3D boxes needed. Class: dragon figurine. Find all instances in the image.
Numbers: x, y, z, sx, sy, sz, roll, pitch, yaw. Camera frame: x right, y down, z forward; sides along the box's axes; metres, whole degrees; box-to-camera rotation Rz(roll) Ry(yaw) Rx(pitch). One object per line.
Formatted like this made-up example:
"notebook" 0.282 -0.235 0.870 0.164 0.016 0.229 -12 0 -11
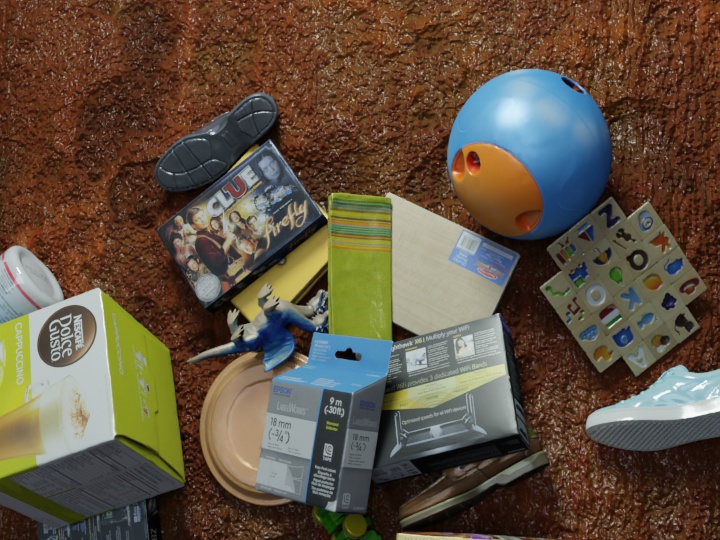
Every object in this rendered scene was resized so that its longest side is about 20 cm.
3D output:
"dragon figurine" -0.121 0.087 1.292 0.199 0.100 0.059 -40 35 -3

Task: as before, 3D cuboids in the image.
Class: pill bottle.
"pill bottle" -0.516 0.067 1.385 0.199 0.109 0.110 -37 73 3

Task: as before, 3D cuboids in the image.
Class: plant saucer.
"plant saucer" -0.117 0.201 1.306 0.196 0.032 0.205 -3 78 13

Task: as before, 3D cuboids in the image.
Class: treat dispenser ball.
"treat dispenser ball" 0.203 -0.139 1.217 0.196 0.201 0.206 -3 77 12

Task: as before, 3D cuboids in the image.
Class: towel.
"towel" 0.000 0.000 1.300 0.084 0.018 0.205 1 77 -9

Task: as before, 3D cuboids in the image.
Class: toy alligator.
"toy alligator" -0.002 0.326 1.245 0.054 0.060 0.201 -25 69 -36

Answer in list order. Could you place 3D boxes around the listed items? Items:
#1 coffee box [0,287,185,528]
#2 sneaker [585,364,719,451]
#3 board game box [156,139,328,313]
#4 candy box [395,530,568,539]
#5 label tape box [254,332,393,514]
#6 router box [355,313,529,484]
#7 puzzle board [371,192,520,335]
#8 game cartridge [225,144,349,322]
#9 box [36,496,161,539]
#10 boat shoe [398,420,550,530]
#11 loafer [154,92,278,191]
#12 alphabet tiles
"coffee box" -0.353 0.177 1.255 0.194 0.201 0.203 -19 59 7
"sneaker" 0.365 0.159 1.197 0.196 0.075 0.083 -9 46 16
"board game box" -0.159 -0.059 1.341 0.199 0.035 0.136 -38 71 3
"candy box" 0.145 0.337 1.174 0.195 0.117 0.058 2 78 12
"label tape box" -0.046 0.175 1.206 0.142 0.063 0.205 2 81 43
"router box" 0.095 0.156 1.218 0.196 0.052 0.160 -16 55 19
"puzzle board" 0.089 0.007 1.310 0.197 0.017 0.153 26 84 16
"game cartridge" -0.135 -0.043 1.366 0.176 0.032 0.200 -46 70 0
"box" -0.335 0.396 1.307 0.157 0.044 0.204 -12 76 10
"boat shoe" 0.129 0.248 1.226 0.197 0.072 0.069 -25 69 -3
"loafer" -0.196 -0.177 1.400 0.198 0.063 0.072 -33 103 9
"alphabet tiles" 0.317 0.021 1.210 0.165 0.006 0.201 -38 102 2
